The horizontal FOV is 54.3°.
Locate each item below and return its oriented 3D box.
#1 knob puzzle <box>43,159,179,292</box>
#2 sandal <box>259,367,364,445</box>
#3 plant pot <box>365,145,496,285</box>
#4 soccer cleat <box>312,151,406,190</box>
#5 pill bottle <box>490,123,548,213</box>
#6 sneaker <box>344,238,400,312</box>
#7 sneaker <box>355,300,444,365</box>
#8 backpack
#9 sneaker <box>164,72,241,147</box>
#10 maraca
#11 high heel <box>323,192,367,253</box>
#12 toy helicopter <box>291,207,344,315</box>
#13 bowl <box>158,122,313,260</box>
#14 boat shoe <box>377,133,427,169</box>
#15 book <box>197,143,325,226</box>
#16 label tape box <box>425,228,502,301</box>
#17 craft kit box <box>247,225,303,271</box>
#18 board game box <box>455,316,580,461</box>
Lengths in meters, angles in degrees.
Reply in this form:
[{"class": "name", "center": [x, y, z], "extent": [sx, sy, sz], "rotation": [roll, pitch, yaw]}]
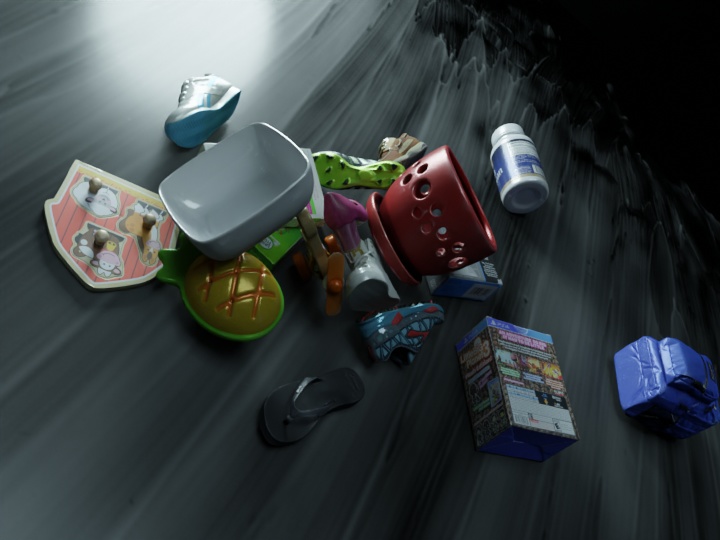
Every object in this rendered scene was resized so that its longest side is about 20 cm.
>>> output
[{"class": "knob puzzle", "center": [-0.348, -0.058, 0.993], "extent": [0.215, 0.030, 0.224], "rotation": [22, 46, -24]}, {"class": "sandal", "center": [-0.067, 0.183, 1.008], "extent": [0.198, 0.043, 0.077], "rotation": [-23, 72, -46]}, {"class": "plant pot", "center": [0.120, -0.083, 1.220], "extent": [0.202, 0.180, 0.202], "rotation": [53, 17, -25]}, {"class": "soccer cleat", "center": [-0.010, -0.180, 1.309], "extent": [0.193, 0.070, 0.081], "rotation": [7, 2, 6]}, {"class": "pill bottle", "center": [0.366, -0.244, 1.646], "extent": [0.108, 0.111, 0.204], "rotation": [16, 48, -27]}, {"class": "sneaker", "center": [0.000, 0.000, 1.136], "extent": [0.118, 0.072, 0.200], "rotation": [64, 7, 17]}, {"class": "sneaker", "center": [0.070, 0.108, 1.172], "extent": [0.196, 0.078, 0.099], "rotation": [-8, 84, -43]}, {"class": "backpack", "center": [0.641, 0.245, 1.427], "extent": [0.197, 0.167, 0.166], "rotation": [29, 49, -20]}, {"class": "sneaker", "center": [-0.282, -0.276, 1.197], "extent": [0.080, 0.077, 0.201], "rotation": [32, 36, 1]}, {"class": "maraca", "center": [-0.197, 0.020, 0.994], "extent": [0.198, 0.108, 0.137], "rotation": [37, 48, 10]}, {"class": "high heel", "center": [-0.029, -0.108, 1.139], "extent": [0.201, 0.066, 0.098], "rotation": [-106, 175, -68]}, {"class": "toy helicopter", "center": [-0.063, -0.021, 1.062], "extent": [0.077, 0.202, 0.134], "rotation": [-25, 58, -4]}, {"class": "bowl", "center": [-0.167, -0.104, 0.985], "extent": [0.198, 0.076, 0.200], "rotation": [-36, 43, -12]}, {"class": "boat shoe", "center": [0.065, -0.229, 1.432], "extent": [0.071, 0.076, 0.199], "rotation": [40, 35, 9]}, {"class": "book", "center": [-0.154, -0.135, 1.137], "extent": [0.196, 0.048, 0.137], "rotation": [-1, 62, -38]}, {"class": "label tape box", "center": [0.180, -0.048, 1.375], "extent": [0.141, 0.063, 0.205], "rotation": [8, 53, -34]}, {"class": "craft kit box", "center": [-0.173, -0.115, 1.169], "extent": [0.199, 0.049, 0.198], "rotation": [42, 44, -2]}, {"class": "board game box", "center": [0.267, 0.206, 1.211], "extent": [0.156, 0.097, 0.204], "rotation": [17, 48, -27]}]
